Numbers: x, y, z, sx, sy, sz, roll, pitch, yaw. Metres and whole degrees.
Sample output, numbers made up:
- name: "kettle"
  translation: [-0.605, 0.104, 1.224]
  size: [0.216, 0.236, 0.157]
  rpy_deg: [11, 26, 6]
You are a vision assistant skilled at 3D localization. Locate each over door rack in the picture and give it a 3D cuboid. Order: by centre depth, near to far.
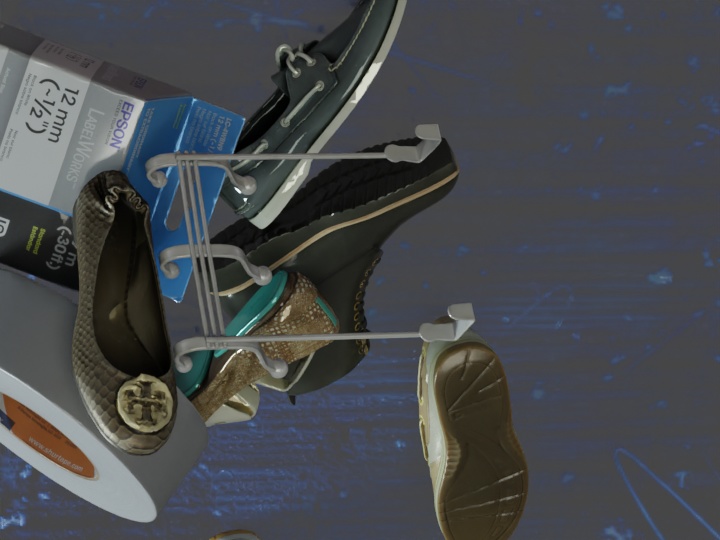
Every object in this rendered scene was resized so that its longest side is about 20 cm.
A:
- name: "over door rack"
  translation: [-0.035, -0.010, 1.551]
  size: [0.199, 0.067, 0.148]
  rpy_deg: [-6, 68, -11]

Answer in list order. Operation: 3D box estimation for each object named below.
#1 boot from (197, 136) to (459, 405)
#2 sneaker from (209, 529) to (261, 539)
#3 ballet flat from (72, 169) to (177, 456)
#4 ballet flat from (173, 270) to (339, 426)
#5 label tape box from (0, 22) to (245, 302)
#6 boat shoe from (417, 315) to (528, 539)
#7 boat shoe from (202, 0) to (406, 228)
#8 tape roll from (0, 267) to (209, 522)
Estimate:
- name: "boot"
  translation: [0.000, 0.000, 1.677]
  size: [0.199, 0.078, 0.139]
  rpy_deg: [-24, 119, 12]
- name: "sneaker"
  translation: [-0.079, 0.297, 1.760]
  size: [0.075, 0.088, 0.201]
  rpy_deg: [-19, 115, -6]
- name: "ballet flat"
  translation: [-0.148, 0.022, 1.490]
  size: [0.067, 0.201, 0.046]
  rpy_deg: [12, 144, -32]
- name: "ballet flat"
  translation: [-0.086, 0.073, 1.644]
  size: [0.065, 0.071, 0.200]
  rpy_deg: [37, 134, -17]
- name: "label tape box"
  translation: [-0.195, -0.069, 1.582]
  size: [0.199, 0.066, 0.144]
  rpy_deg: [21, 106, -1]
- name: "boat shoe"
  translation: [0.081, 0.121, 1.738]
  size: [0.074, 0.066, 0.201]
  rpy_deg: [-10, 125, -9]
- name: "boat shoe"
  translation: [-0.038, -0.124, 1.614]
  size: [0.062, 0.073, 0.200]
  rpy_deg: [32, 103, -12]
- name: "tape roll"
  translation: [-0.201, 0.085, 1.587]
  size: [0.200, 0.200, 0.066]
  rpy_deg: [45, 68, -23]
